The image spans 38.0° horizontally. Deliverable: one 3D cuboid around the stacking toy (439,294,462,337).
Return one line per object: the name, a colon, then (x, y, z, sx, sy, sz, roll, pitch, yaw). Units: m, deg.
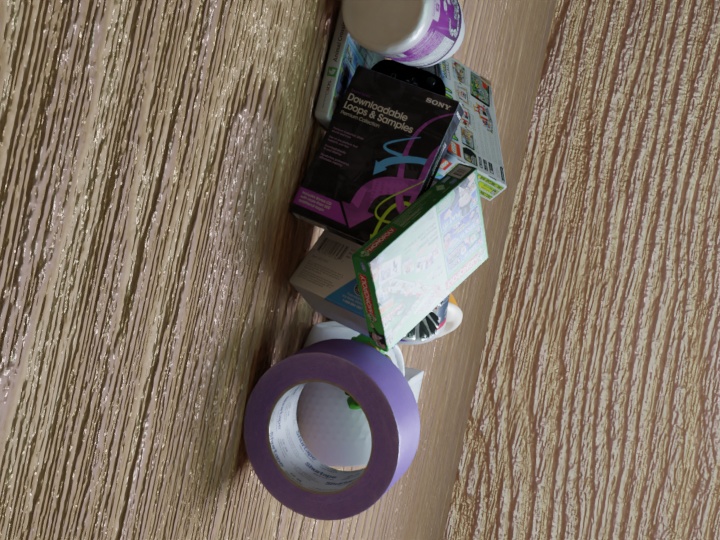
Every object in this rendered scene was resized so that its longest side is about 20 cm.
stacking toy: (0.105, 0.010, 1.881, 0.146, 0.144, 0.202, 73, 13, -63)

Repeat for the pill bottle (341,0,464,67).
pill bottle: (0.062, -0.311, 1.284, 0.200, 0.111, 0.114, -9, 111, -68)

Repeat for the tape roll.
tape roll: (-0.034, 0.188, 1.250, 0.085, 0.198, 0.202, -19, 121, -69)

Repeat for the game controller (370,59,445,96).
game controller: (0.032, -0.174, 1.311, 0.042, 0.103, 0.202, 114, 0, -68)

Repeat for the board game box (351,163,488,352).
board game box: (0.075, -0.016, 1.227, 0.200, 0.029, 0.136, -40, 136, -31)

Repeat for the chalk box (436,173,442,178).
chalk box: (0.092, -0.148, 1.470, 0.125, 0.122, 0.202, 77, 1, -60)

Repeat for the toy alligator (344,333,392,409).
toy alligator: (0.008, 0.107, 1.328, 0.059, 0.054, 0.202, 44, 44, -59)

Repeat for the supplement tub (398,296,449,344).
supplement tub: (0.077, 0.002, 1.654, 0.140, 0.139, 0.202, -53, 151, -59)

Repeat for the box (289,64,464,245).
box: (0.020, -0.132, 1.248, 0.202, 0.142, 0.036, -65, 162, -8)

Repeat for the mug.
mug: (-0.001, 0.157, 1.433, 0.199, 0.146, 0.178, -8, 97, -54)

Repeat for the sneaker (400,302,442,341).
sneaker: (0.065, 0.063, 1.495, 0.081, 0.083, 0.200, 54, 19, -4)

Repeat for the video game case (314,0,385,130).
video game case: (-0.007, -0.257, 1.353, 0.200, 0.022, 0.184, 34, 68, -76)

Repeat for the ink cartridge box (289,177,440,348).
ink cartridge box: (0.029, -0.025, 1.310, 0.201, 0.144, 0.085, -56, 141, -14)

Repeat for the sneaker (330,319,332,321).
sneaker: (-0.011, 0.106, 1.527, 0.130, 0.079, 0.201, 43, 60, -72)

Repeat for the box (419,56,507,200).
box: (0.134, -0.198, 1.388, 0.035, 0.109, 0.202, -39, -141, 38)

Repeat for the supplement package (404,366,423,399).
supplement package: (0.021, 0.216, 1.679, 0.200, 0.108, 0.115, -11, 113, -74)
